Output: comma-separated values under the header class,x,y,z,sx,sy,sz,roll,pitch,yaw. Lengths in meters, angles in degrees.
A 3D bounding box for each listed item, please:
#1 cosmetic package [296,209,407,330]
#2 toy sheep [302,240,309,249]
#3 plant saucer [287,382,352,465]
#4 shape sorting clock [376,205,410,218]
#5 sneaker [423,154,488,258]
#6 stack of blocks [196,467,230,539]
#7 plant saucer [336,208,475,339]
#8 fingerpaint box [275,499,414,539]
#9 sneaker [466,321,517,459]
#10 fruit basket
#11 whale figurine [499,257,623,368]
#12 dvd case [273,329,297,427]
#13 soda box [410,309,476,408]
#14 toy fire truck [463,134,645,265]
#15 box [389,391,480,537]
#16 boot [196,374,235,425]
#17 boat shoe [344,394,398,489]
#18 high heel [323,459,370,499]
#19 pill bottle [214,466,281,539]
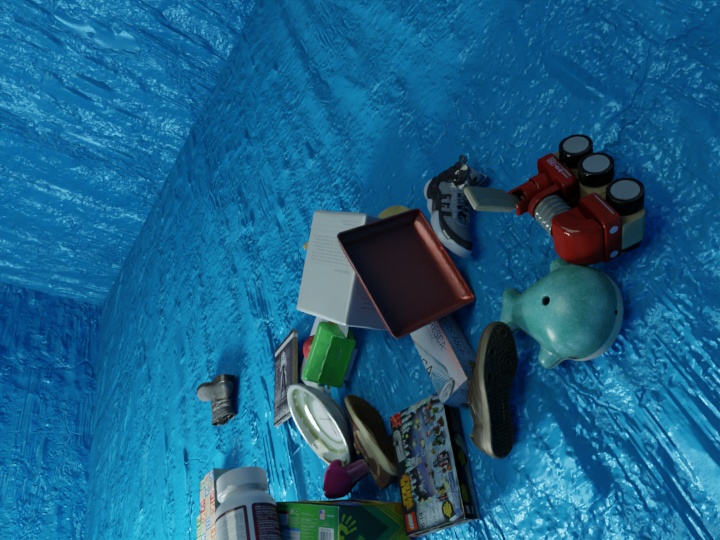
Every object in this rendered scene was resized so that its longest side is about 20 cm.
class,x,y,z,sx,sy,sz,roll,pitch,yaw
cosmetic package,0.000,0.000,1.073,0.165,0.166,0.204,11,90,49
toy sheep,-0.060,-0.052,1.271,0.139,0.136,0.201,-54,33,23
plant saucer,-0.072,0.309,1.128,0.199,0.050,0.203,33,138,35
shape sorting clock,0.068,-0.035,1.159,0.198,0.039,0.204,-12,74,47
sneaker,0.183,-0.126,1.007,0.114,0.075,0.202,-47,38,35
stack of blocks,-0.382,0.643,1.452,0.115,0.058,0.202,-47,41,31
plant saucer,0.075,0.004,0.947,0.201,0.198,0.037,59,143,14
fingerpaint box,-0.031,0.439,0.960,0.199,0.165,0.075,-24,59,48
sneaker,0.187,0.176,0.833,0.075,0.069,0.204,4,94,61
fruit basket,-0.080,0.180,1.245,0.200,0.092,0.188,-165,93,-71
whale figurine,0.264,0.055,0.784,0.199,0.103,0.162,-3,73,56
dvd case,-0.185,0.267,1.365,0.149,0.016,0.203,132,140,-51
soda box,0.143,0.134,0.953,0.069,0.063,0.201,-51,38,26
toy fire truck,0.259,-0.086,0.759,0.197,0.129,0.177,-26,46,3
box,0.117,0.322,0.921,0.137,0.039,0.203,-40,45,39
boot,-0.435,0.398,1.641,0.199,0.069,0.134,-37,52,46
boat shoe,0.012,0.321,1.045,0.073,0.071,0.200,-58,42,16
high heel,-0.059,0.403,1.044,0.068,0.095,0.201,59,148,18
pill bottle,-0.190,0.450,0.937,0.110,0.108,0.202,-47,44,30
